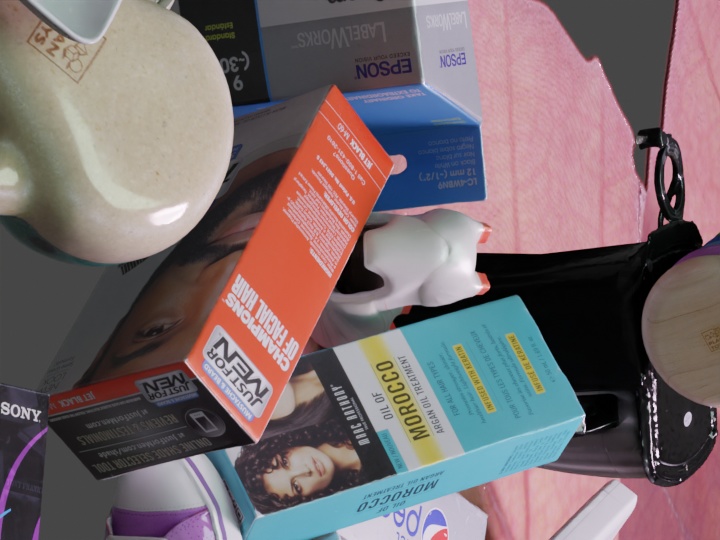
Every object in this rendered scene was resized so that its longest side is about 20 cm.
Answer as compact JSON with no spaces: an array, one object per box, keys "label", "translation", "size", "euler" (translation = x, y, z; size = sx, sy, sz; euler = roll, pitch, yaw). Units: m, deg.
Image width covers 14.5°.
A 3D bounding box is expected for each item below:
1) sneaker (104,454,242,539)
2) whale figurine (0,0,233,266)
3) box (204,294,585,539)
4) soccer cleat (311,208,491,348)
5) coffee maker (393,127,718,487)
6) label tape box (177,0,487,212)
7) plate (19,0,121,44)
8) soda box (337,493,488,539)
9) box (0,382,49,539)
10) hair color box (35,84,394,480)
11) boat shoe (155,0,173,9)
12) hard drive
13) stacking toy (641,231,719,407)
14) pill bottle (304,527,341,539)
[{"label":"sneaker","translation":[-0.114,0.182,1.374],"size":[0.114,0.072,0.201],"euler":[5,82,-55]},{"label":"whale figurine","translation":[-0.155,-0.088,1.314],"size":[0.200,0.104,0.159],"euler":[41,59,-23]},{"label":"box","translation":[0.010,0.079,1.466],"size":[0.199,0.049,0.082],"euler":[-16,63,-27]},{"label":"soccer cleat","translation":[0.000,0.000,1.510],"size":[0.077,0.200,0.070],"euler":[5,79,-22]},{"label":"coffee maker","translation":[0.094,0.028,1.620],"size":[0.135,0.199,0.193],"euler":[31,62,-58]},{"label":"label tape box","translation":[-0.019,-0.127,1.480],"size":[0.066,0.143,0.201],"euler":[-11,95,-60]},{"label":"plate","translation":[-0.168,-0.220,1.275],"size":[0.200,0.032,0.200],"euler":[38,48,-20]},{"label":"soda box","translation":[-0.002,0.137,1.579],"size":[0.200,0.063,0.069],"euler":[39,56,-53]},{"label":"box","translation":[-0.198,0.142,1.260],"size":[0.143,0.036,0.201],"euler":[19,70,-59]},{"label":"hair color box","translation":[-0.071,0.004,1.409],"size":[0.064,0.111,0.200],"euler":[50,44,-28]},{"label":"boat shoe","translation":[-0.111,-0.195,1.436],"size":[0.063,0.072,0.201],"euler":[122,-19,-57]},{"label":"hard drive","translation":[0.090,0.213,1.700],"size":[0.200,0.027,0.132],"euler":[-36,160,-57]},{"label":"stacking toy","translation":[0.224,0.000,1.574],"size":[0.200,0.085,0.086],"euler":[-43,125,-58]},{"label":"pill bottle","translation":[-0.022,0.235,1.489],"size":[0.111,0.111,0.201],"euler":[-50,130,-50]}]
